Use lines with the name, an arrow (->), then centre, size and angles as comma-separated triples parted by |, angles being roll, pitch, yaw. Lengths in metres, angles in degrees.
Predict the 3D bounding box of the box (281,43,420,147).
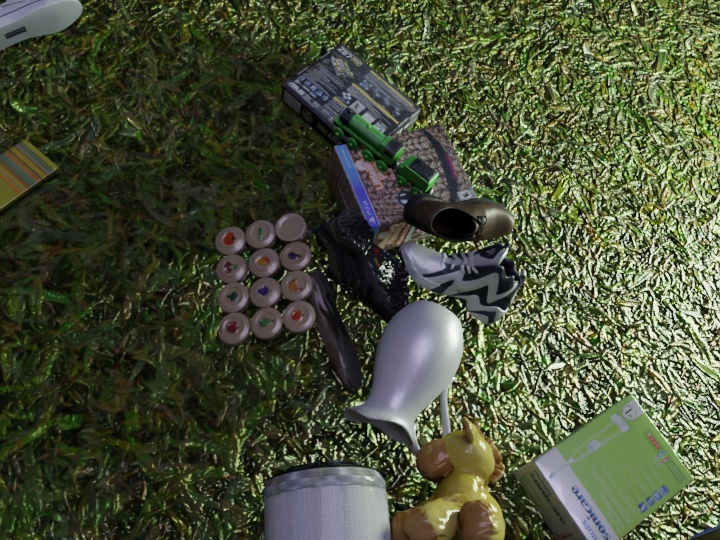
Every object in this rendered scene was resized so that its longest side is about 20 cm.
box -> -0.018, -0.298, 1.296 | 0.200, 0.049, 0.161 | 42, 65, 10

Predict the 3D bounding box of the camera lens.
camera lens -> -0.040, 0.348, 0.900 | 0.159, 0.160, 0.201 | 0, 64, -12

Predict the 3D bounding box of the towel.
towel -> -0.568, -0.121, 1.110 | 0.086, 0.018, 0.200 | 38, 63, 15

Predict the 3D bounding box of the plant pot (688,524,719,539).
plant pot -> 0.553, 0.436, 0.965 | 0.178, 0.200, 0.201 | 10, 62, 2

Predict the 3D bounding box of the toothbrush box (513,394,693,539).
toothbrush box -> 0.350, 0.298, 1.049 | 0.199, 0.086, 0.146 | -27, 72, -23

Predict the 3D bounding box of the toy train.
toy train -> 0.037, -0.188, 1.135 | 0.200, 0.056, 0.042 | 39, 62, 8

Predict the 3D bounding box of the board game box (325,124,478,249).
board game box -> 0.066, -0.135, 1.202 | 0.199, 0.097, 0.160 | -16, 67, -19

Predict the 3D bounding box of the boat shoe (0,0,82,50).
boat shoe -> -0.580, -0.437, 1.234 | 0.199, 0.074, 0.066 | -28, 76, -24

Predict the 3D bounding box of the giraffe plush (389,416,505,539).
giraffe plush -> 0.132, 0.287, 0.968 | 0.198, 0.173, 0.163 | 6, 61, -18

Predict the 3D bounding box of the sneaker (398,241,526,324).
sneaker -> 0.168, -0.013, 1.122 | 0.199, 0.130, 0.080 | 36, 34, -3

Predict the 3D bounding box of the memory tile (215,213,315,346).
memory tile -> -0.147, 0.011, 1.104 | 0.152, 0.017, 0.201 | -10, 64, 4

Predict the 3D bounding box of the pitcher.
pitcher -> 0.089, 0.162, 1.058 | 0.171, 0.121, 0.201 | 39, 64, -21

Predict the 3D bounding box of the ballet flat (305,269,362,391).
ballet flat -> -0.048, 0.093, 1.091 | 0.046, 0.067, 0.201 | -27, 68, 12

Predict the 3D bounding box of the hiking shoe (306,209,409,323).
hiking shoe -> 0.000, 0.000, 1.126 | 0.076, 0.100, 0.201 | -47, 113, -42

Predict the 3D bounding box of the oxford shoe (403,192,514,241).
oxford shoe -> 0.169, -0.070, 1.125 | 0.199, 0.073, 0.084 | 0, 23, -30
